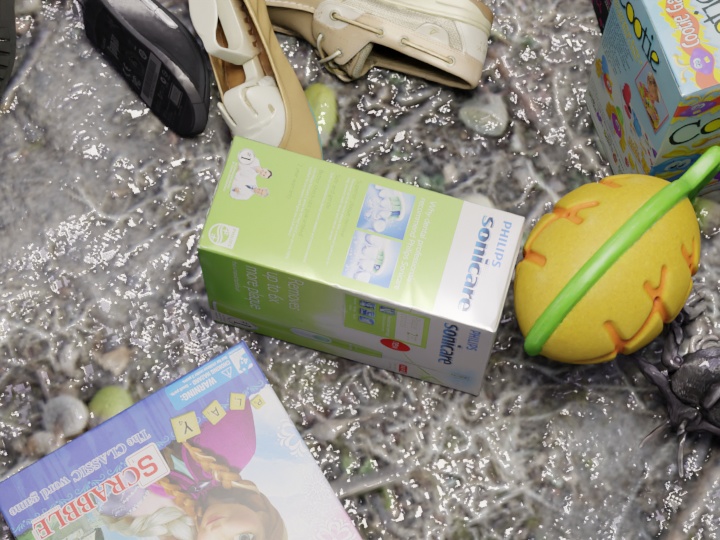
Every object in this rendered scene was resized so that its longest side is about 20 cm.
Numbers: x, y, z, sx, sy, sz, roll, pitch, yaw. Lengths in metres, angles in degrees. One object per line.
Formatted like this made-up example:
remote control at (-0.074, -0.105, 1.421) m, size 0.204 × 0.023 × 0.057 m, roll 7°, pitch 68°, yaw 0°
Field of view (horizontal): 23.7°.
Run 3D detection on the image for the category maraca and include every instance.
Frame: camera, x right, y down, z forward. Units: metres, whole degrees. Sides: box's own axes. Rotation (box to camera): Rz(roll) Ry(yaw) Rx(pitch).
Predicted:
maraca at (0.174, -0.013, 1.126) m, size 0.107 × 0.137 × 0.200 m, roll 46°, pitch 54°, yaw 8°

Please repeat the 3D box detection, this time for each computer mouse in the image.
computer mouse at (-0.164, -0.197, 1.221) m, size 0.200 × 0.141 × 0.046 m, roll 44°, pitch 62°, yaw 14°

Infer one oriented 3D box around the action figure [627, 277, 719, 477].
action figure at (0.260, 0.043, 1.160) m, size 0.118 × 0.102 × 0.201 m, roll 36°, pitch 100°, yaw 3°

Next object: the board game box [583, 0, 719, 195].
board game box at (0.228, -0.133, 1.164) m, size 0.102 × 0.200 × 0.106 m, roll -17°, pitch 72°, yaw -6°

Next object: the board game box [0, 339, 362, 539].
board game box at (-0.112, 0.181, 1.134) m, size 0.199 × 0.041 × 0.200 m, roll -31°, pitch 74°, yaw -10°

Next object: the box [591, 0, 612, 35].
box at (0.227, -0.273, 1.259) m, size 0.131 × 0.115 × 0.202 m, roll -13°, pitch 72°, yaw -5°

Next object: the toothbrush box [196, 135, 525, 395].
toothbrush box at (0.000, 0.000, 1.144) m, size 0.198 × 0.146 × 0.087 m, roll 15°, pitch 70°, yaw 4°

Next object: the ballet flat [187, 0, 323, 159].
ballet flat at (-0.086, -0.142, 1.212) m, size 0.068 × 0.063 × 0.202 m, roll -21°, pitch 88°, yaw 33°

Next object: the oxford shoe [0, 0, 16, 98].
oxford shoe at (-0.287, -0.176, 1.248) m, size 0.072 × 0.084 × 0.202 m, roll 16°, pitch 88°, yaw -20°

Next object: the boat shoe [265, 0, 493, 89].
boat shoe at (-0.005, -0.174, 1.246) m, size 0.198 × 0.072 × 0.066 m, roll 10°, pitch 80°, yaw 6°
